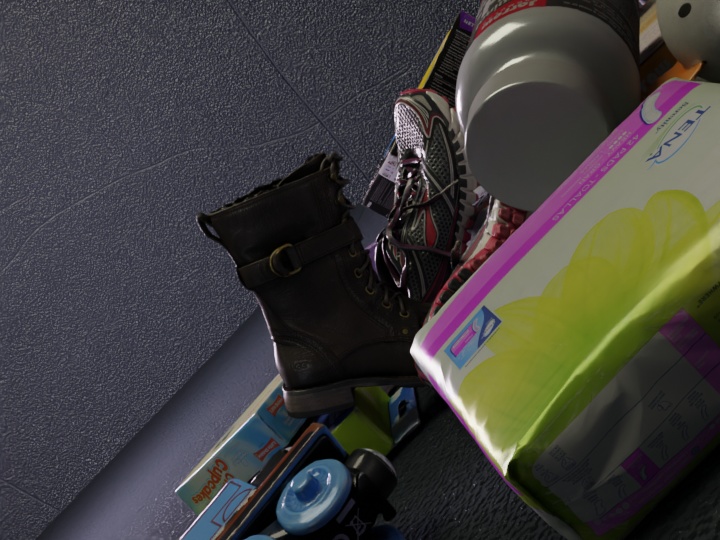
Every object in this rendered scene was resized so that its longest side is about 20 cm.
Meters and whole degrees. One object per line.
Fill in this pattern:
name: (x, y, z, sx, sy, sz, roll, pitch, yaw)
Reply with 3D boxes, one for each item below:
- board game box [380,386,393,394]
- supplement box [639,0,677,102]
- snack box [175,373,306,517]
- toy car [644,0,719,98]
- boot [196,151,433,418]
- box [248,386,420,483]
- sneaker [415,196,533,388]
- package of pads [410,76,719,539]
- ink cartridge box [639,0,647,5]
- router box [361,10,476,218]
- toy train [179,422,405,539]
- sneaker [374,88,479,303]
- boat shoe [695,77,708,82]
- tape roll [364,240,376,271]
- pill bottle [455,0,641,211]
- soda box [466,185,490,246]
board game box: (-0.012, 0.105, 0.939, 0.126, 0.035, 0.200, -49, 7, -24)
supplement box: (0.240, -0.158, 0.755, 0.126, 0.073, 0.200, -44, 7, 21)
snack box: (-0.066, 0.113, 0.830, 0.116, 0.037, 0.200, -46, 1, 30)
toy car: (0.219, -0.159, 0.520, 0.201, 0.183, 0.177, -56, 0, 34)
boot: (0.000, 0.000, 0.704, 0.198, 0.176, 0.069, -18, 9, -4)
box: (-0.040, 0.156, 0.766, 0.200, 0.048, 0.122, -46, 7, 7)
sneaker: (0.099, -0.005, 0.660, 0.200, 0.081, 0.075, -47, -3, -25)
package of pads: (0.123, 0.007, 0.432, 0.200, 0.068, 0.155, -47, 19, 2)
ink cartridge box: (0.302, -0.258, 0.872, 0.044, 0.094, 0.200, -45, 6, 1)
router box: (0.064, -0.138, 0.951, 0.150, 0.051, 0.200, -63, 2, -12)
toy train: (-0.062, 0.173, 0.534, 0.114, 0.087, 0.200, 4, 47, 53)
sneaker: (0.047, -0.040, 0.767, 0.074, 0.202, 0.080, -5, 2, -24)
boat shoe: (0.183, -0.052, 0.590, 0.202, 0.065, 0.075, -46, -12, -48)
tape roll: (0.027, 0.001, 1.001, 0.199, 0.066, 0.200, -34, 2, 1)
pill bottle: (0.118, -0.123, 0.614, 0.111, 0.110, 0.201, -41, 17, 35)
soda box: (0.116, -0.034, 0.811, 0.064, 0.068, 0.200, -49, 8, -25)
